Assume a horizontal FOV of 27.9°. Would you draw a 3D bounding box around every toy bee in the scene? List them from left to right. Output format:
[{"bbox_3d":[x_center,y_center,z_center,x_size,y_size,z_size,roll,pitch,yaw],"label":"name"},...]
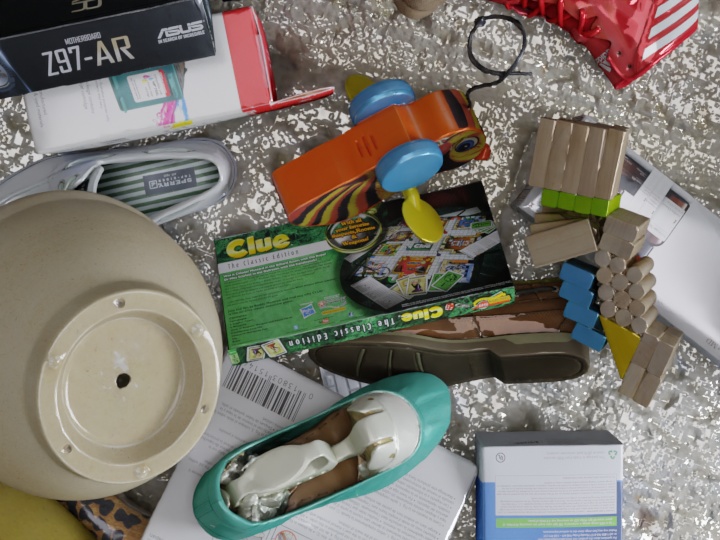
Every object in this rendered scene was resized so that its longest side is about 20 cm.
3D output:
[{"bbox_3d":[0.044,-0.082,1.001,0.198,0.108,0.133,-10,74,27],"label":"toy bee"}]

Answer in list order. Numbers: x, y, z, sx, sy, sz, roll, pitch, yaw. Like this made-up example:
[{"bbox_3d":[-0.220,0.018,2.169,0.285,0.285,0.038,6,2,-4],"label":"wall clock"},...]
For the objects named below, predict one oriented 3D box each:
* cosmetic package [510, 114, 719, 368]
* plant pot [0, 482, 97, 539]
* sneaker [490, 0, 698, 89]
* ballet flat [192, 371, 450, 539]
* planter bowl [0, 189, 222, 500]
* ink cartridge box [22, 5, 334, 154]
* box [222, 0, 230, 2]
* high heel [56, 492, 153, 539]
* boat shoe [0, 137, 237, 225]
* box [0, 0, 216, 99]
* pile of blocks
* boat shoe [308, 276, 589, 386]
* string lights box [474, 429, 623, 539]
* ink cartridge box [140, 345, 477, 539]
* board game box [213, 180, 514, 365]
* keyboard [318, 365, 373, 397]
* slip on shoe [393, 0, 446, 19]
[{"bbox_3d":[0.211,-0.018,1.031,0.199,0.051,0.083,36,93,-3],"label":"cosmetic package"},{"bbox_3d":[-0.262,0.256,0.951,0.198,0.195,0.197,24,117,-10],"label":"plant pot"},{"bbox_3d":[0.144,-0.181,1.005,0.197,0.078,0.117,-8,93,0],"label":"sneaker"},{"bbox_3d":[-0.017,0.123,0.963,0.198,0.070,0.068,-24,82,-17],"label":"ballet flat"},{"bbox_3d":[-0.168,0.058,0.915,0.198,0.134,0.203,-7,104,-29],"label":"planter bowl"},{"bbox_3d":[-0.120,-0.130,0.981,0.198,0.116,0.068,-12,95,-1],"label":"ink cartridge box"},{"bbox_3d":[-0.047,-0.288,0.931,0.116,0.197,0.203,-4,94,-2],"label":"box"},{"bbox_3d":[-0.161,0.219,1.023,0.141,0.071,0.202,-13,78,-7],"label":"high heel"},{"bbox_3d":[-0.185,-0.053,1.010,0.198,0.067,0.074,-20,94,0],"label":"boat shoe"},{"bbox_3d":[-0.180,-0.194,0.942,0.158,0.201,0.044,-11,132,0],"label":"box"},{"bbox_3d":[0.163,-0.009,0.980,0.081,0.062,0.202,-13,94,22],"label":"pile of blocks"},{"bbox_3d":[0.063,0.040,1.028,0.197,0.072,0.069,2,63,0],"label":"boat shoe"},{"bbox_3d":[0.134,0.220,1.041,0.101,0.059,0.203,0,94,-1],"label":"string lights box"},{"bbox_3d":[-0.041,0.173,1.008,0.198,0.045,0.178,27,76,-7],"label":"ink cartridge box"},{"bbox_3d":[0.000,0.000,1.009,0.198,0.024,0.106,-12,51,0],"label":"board game box"},{"bbox_3d":[0.006,0.102,1.054,0.056,0.011,0.202,-13,95,0],"label":"keyboard"},{"bbox_3d":[0.044,-0.248,0.966,0.075,0.202,0.061,12,137,-20],"label":"slip on shoe"}]
